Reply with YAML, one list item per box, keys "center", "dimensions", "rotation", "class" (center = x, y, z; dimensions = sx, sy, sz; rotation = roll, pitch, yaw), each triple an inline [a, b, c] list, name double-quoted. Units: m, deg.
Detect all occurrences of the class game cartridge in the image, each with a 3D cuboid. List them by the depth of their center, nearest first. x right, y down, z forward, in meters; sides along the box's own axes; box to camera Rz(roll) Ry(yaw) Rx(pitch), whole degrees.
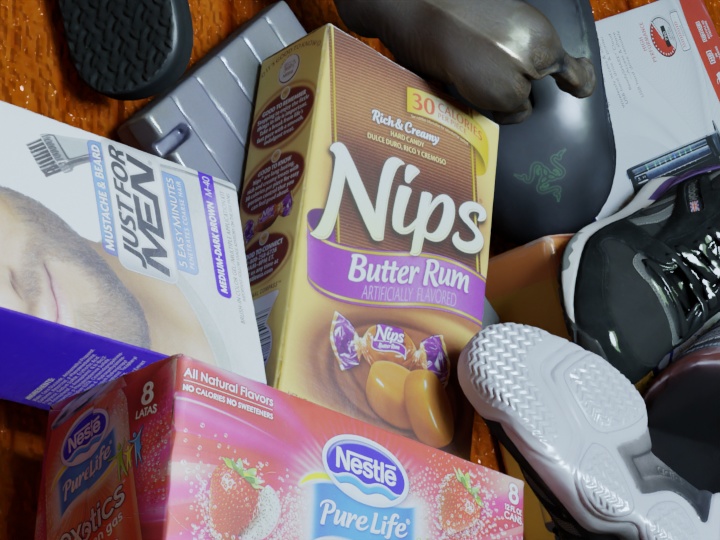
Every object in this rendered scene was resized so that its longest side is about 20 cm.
- center: [-0.021, -0.020, 1.120]
  dimensions: [0.200, 0.038, 0.130]
  rotation: [56, 40, -11]
  class: "game cartridge"

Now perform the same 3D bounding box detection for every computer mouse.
- center: [0.075, -0.110, 1.192]
  dimensions: [0.138, 0.053, 0.201]
  rotation: [-16, 90, -2]
  class: "computer mouse"

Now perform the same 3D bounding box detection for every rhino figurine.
- center: [0.019, -0.137, 1.135]
  dimensions: [0.200, 0.060, 0.087]
  rotation: [34, 4, 21]
  class: "rhino figurine"

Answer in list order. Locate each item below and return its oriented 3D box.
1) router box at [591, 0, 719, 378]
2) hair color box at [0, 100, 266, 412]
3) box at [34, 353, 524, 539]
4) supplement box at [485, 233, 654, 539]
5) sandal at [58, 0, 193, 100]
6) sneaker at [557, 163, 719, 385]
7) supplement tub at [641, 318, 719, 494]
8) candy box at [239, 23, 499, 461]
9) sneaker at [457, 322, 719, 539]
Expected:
- center: [0.165, -0.044, 1.299]
  dimensions: [0.179, 0.049, 0.201]
  rotation: [-23, 90, -47]
  class: "router box"
- center: [-0.138, -0.006, 0.962]
  dimensions: [0.199, 0.065, 0.110]
  rotation: [17, 48, -37]
  class: "hair color box"
- center: [-0.031, 0.118, 0.963]
  dimensions: [0.200, 0.095, 0.100]
  rotation: [24, 58, -36]
  class: "box"
- center: [0.115, 0.085, 1.184]
  dimensions: [0.069, 0.066, 0.201]
  rotation: [0, 74, -48]
  class: "supplement box"
- center: [-0.116, -0.176, 1.078]
  dimensions: [0.048, 0.075, 0.201]
  rotation: [12, 70, -69]
  class: "sandal"
- center: [0.167, -0.010, 1.165]
  dimensions: [0.076, 0.087, 0.200]
  rotation: [61, 34, -13]
  class: "sneaker"
- center: [0.219, 0.065, 1.185]
  dimensions: [0.200, 0.107, 0.107]
  rotation: [-30, 95, -58]
  class: "supplement tub"
- center: [0.000, 0.000, 1.070]
  dimensions: [0.116, 0.056, 0.201]
  rotation: [27, 55, -34]
  class: "candy box"
- center: [0.102, 0.117, 1.071]
  dimensions: [0.200, 0.114, 0.076]
  rotation: [42, 44, -8]
  class: "sneaker"
